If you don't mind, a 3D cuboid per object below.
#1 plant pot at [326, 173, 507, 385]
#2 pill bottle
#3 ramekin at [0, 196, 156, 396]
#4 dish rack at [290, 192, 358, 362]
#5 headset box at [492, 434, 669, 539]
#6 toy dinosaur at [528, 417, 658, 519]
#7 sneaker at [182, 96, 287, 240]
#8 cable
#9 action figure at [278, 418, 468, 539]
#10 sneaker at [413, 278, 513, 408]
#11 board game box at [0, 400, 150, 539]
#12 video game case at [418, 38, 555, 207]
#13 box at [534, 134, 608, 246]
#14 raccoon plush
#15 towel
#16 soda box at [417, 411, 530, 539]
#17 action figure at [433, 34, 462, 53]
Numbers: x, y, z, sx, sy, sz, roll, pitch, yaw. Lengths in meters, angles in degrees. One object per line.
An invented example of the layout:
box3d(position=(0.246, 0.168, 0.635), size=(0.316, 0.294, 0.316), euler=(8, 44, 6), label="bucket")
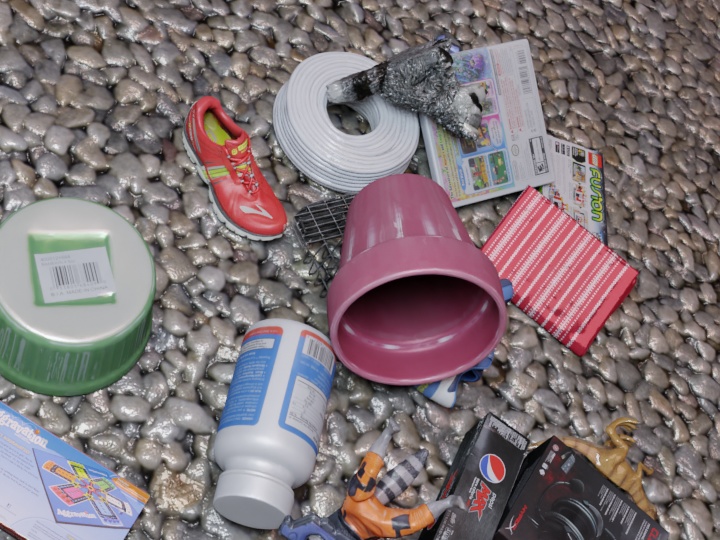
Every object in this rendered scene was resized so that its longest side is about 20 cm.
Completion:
box3d(position=(0.054, -0.001, 1.160), size=(0.196, 0.201, 0.181), euler=(9, 46, -19), label="plant pot")
box3d(position=(-0.095, 0.164, 1.099), size=(0.110, 0.113, 0.203), euler=(21, 55, -11), label="pill bottle")
box3d(position=(-0.311, 0.021, 1.092), size=(0.196, 0.098, 0.203), euler=(11, 57, -18), label="ramekin")
box3d(position=(0.000, 0.000, 1.275), size=(0.151, 0.055, 0.202), euler=(-13, 66, -31), label="dish rack")
box3d(position=(0.252, 0.318, 1.187), size=(0.199, 0.077, 0.149), euler=(40, 56, 3), label="headset box")
box3d(position=(0.305, 0.232, 1.273), size=(0.199, 0.061, 0.107), euler=(36, 55, -1), label="toy dinosaur")
box3d(position=(-0.155, -0.126, 1.256), size=(0.076, 0.085, 0.201), euler=(-29, 76, -33), label="sneaker")
box3d(position=(-0.018, -0.196, 1.365), size=(0.196, 0.069, 0.203), euler=(11, 61, -17), label="cable")
box3d(position=(0.019, 0.280, 1.057), size=(0.193, 0.105, 0.200), euler=(-42, 102, 3), label="action figure")
box3d(position=(0.133, 0.089, 1.273), size=(0.082, 0.074, 0.200), euler=(44, 62, 6), label="sneaker")
box3d(position=(-0.320, 0.217, 1.024), size=(0.198, 0.019, 0.104), euler=(33, 55, -3), label="board game box")
box3d(position=(0.169, -0.201, 1.409), size=(0.179, 0.024, 0.204), euler=(-15, 96, -18), label="video game case")
box3d(position=(0.299, -0.095, 1.476), size=(0.108, 0.035, 0.203), euler=(16, 56, -15), label="box")
box3d(position=(0.067, -0.214, 1.339), size=(0.097, 0.196, 0.136), euler=(-70, 142, -67), label="raccoon plush")
box3d(position=(0.262, 0.001, 1.382), size=(0.199, 0.022, 0.145), euler=(39, 80, 2), label="towel")
box3d(position=(0.123, 0.265, 1.163), size=(0.063, 0.071, 0.201), euler=(33, 53, -2), label="soda box")
box3d(position=(0.136, -0.219, 1.461), size=(0.190, 0.105, 0.204), euler=(9, 88, -12), label="action figure")
